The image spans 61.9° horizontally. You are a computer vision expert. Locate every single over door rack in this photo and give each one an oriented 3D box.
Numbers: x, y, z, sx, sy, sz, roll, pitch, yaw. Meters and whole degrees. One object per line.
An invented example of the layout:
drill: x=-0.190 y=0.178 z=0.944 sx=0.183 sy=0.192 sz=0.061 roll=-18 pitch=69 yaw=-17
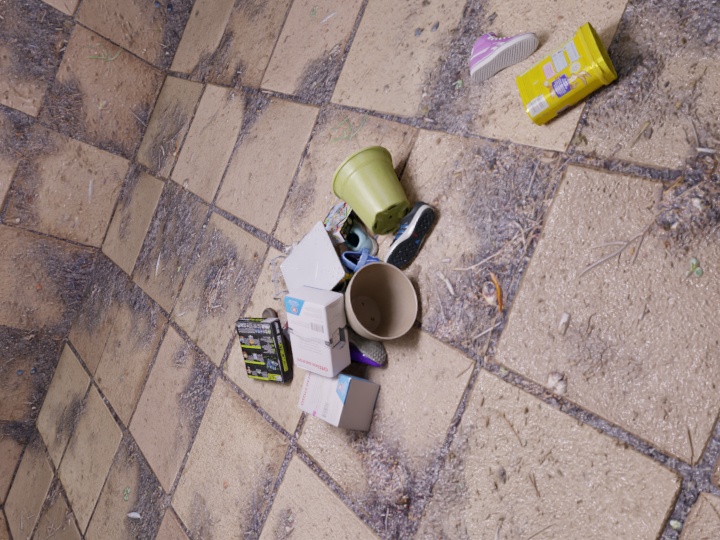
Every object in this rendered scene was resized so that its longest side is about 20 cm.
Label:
over door rack: x=-0.208 y=-0.005 z=1.939 sx=0.198 sy=0.066 sz=0.151 roll=-31 pitch=55 yaw=27

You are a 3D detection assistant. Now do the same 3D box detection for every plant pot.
plant pot: x=0.045 y=-0.208 z=1.679 sx=0.200 sy=0.198 sz=0.186 roll=-45 pitch=60 yaw=24

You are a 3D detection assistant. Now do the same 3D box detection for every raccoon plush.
raccoon plush: x=-0.146 y=-0.092 z=1.862 sx=0.131 sy=0.098 sz=0.201 roll=-14 pitch=24 yaw=30

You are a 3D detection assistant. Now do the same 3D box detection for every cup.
cup: x=0.034 y=0.099 z=1.587 sx=0.143 sy=0.195 sz=0.206 roll=139 pitch=134 yaw=-59

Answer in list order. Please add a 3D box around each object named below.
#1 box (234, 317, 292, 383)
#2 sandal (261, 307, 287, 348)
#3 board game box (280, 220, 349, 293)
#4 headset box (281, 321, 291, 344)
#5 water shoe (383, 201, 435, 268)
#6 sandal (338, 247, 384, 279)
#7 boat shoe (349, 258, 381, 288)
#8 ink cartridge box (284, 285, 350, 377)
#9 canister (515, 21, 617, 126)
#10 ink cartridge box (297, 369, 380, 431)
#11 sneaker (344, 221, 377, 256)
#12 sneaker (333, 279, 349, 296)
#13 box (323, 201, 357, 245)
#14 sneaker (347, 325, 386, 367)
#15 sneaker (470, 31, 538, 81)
box: x=-0.309 y=0.250 z=1.904 sx=0.197 sy=0.047 sz=0.198 roll=-4 pitch=103 yaw=45
sandal: x=-0.292 y=0.208 z=1.952 sx=0.081 sy=0.054 sz=0.204 roll=-38 pitch=56 yaw=30
board game box: x=-0.131 y=0.001 z=1.671 sx=0.200 sy=0.026 sz=0.203 roll=-45 pitch=52 yaw=26
headset box: x=-0.135 y=0.187 z=1.787 sx=0.150 sy=0.074 sz=0.200 roll=-56 pitch=45 yaw=14
water shoe: x=0.130 y=-0.094 z=1.636 sx=0.201 sy=0.071 sz=0.079 roll=-52 pitch=28 yaw=10
sandal: x=-0.032 y=-0.021 z=1.653 sx=0.195 sy=0.088 sz=0.081 roll=-9 pitch=49 yaw=22
boat shoe: x=0.000 y=0.000 z=1.718 sx=0.197 sy=0.074 sz=0.075 roll=22 pitch=85 yaw=41
ink cartridge box: x=-0.112 y=0.157 z=1.570 sx=0.144 sy=0.085 sz=0.205 roll=11 pitch=118 yaw=36
canister: x=0.470 y=-0.449 z=1.392 sx=0.198 sy=0.085 sz=0.152 roll=-31 pitch=56 yaw=36
ink cartridge box: x=-0.068 y=0.337 z=1.630 sx=0.197 sy=0.124 sz=0.132 roll=11 pitch=83 yaw=46
sneaker: x=-0.029 y=-0.110 z=1.780 sx=0.199 sy=0.081 sz=0.075 roll=36 pitch=101 yaw=46
sneaker: x=-0.111 y=0.086 z=1.707 sx=0.197 sy=0.095 sz=0.070 roll=-30 pitch=46 yaw=-16
box: x=-0.065 y=-0.139 z=1.774 sx=0.108 sy=0.035 sz=0.202 roll=-19 pitch=29 yaw=31
sneaker: x=-0.017 y=0.223 z=1.656 sx=0.197 sy=0.069 sz=0.102 roll=29 pitch=125 yaw=25
sneaker: x=0.366 y=-0.589 z=1.558 sx=0.198 sy=0.072 sz=0.117 roll=-16 pitch=62 yaw=41
